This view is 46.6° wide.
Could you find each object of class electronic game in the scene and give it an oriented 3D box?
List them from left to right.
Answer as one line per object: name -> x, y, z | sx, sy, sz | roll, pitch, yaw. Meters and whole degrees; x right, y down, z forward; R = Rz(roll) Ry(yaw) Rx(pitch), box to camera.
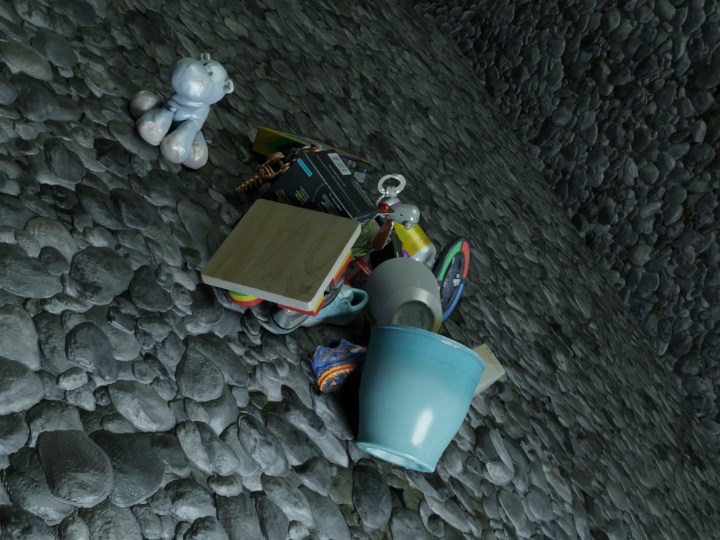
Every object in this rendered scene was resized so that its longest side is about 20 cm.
electronic game -> 0.195, 0.024, 1.848 | 0.041, 0.204, 0.199 | 19, 14, 24

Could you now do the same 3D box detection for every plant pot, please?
plant pot -> 0.083, 0.213, 1.342 | 0.199, 0.198, 0.191 | 31, 68, -32

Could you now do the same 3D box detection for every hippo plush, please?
hippo plush -> -0.293, -0.291, 1.500 | 0.160, 0.161, 0.199 | 55, 26, 16

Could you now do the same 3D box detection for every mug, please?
mug -> 0.100, 0.078, 1.538 | 0.185, 0.151, 0.153 | 32, 10, -14

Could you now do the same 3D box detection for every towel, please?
towel -> -0.047, -0.096, 1.682 | 0.147, 0.037, 0.201 | -21, 56, -29

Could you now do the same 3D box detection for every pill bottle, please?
pill bottle -> 0.101, -0.058, 1.886 | 0.201, 0.104, 0.104 | 53, 25, 9

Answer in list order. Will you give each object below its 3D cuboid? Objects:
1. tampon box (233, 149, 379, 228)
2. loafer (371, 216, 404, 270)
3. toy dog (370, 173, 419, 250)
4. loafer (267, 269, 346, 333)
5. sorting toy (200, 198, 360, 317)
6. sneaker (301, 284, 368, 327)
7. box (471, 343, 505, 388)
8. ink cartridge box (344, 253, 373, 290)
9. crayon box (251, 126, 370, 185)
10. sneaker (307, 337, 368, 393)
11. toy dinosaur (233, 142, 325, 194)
tampon box -> -0.096, -0.094, 1.500 | 0.151, 0.199, 0.126 | 53, 25, 7
loafer -> 0.063, -0.044, 1.721 | 0.069, 0.075, 0.202 | 26, 33, -31
toy dog -> 0.008, -0.095, 1.588 | 0.133, 0.196, 0.098 | 62, 25, -46
loafer -> -0.077, 0.031, 1.417 | 0.072, 0.063, 0.200 | 42, 50, 2
sorting toy -> -0.123, -0.012, 1.358 | 0.195, 0.070, 0.201 | 14, 46, 19
sneaker -> -0.059, 0.050, 1.498 | 0.199, 0.082, 0.075 | 2, 50, -56
box -> 0.208, 0.218, 1.690 | 0.078, 0.095, 0.199 | 54, 24, 14
ink cartridge box -> 0.000, 0.000, 1.702 | 0.109, 0.050, 0.200 | 48, 24, -5
crayon box -> -0.103, -0.242, 1.776 | 0.171, 0.059, 0.199 | 24, 12, 30
sneaker -> -0.020, 0.149, 1.440 | 0.079, 0.075, 0.199 | 53, 23, 18
toy dinosaur -> -0.156, -0.189, 1.586 | 0.197, 0.136, 0.104 | -4, 63, -29
